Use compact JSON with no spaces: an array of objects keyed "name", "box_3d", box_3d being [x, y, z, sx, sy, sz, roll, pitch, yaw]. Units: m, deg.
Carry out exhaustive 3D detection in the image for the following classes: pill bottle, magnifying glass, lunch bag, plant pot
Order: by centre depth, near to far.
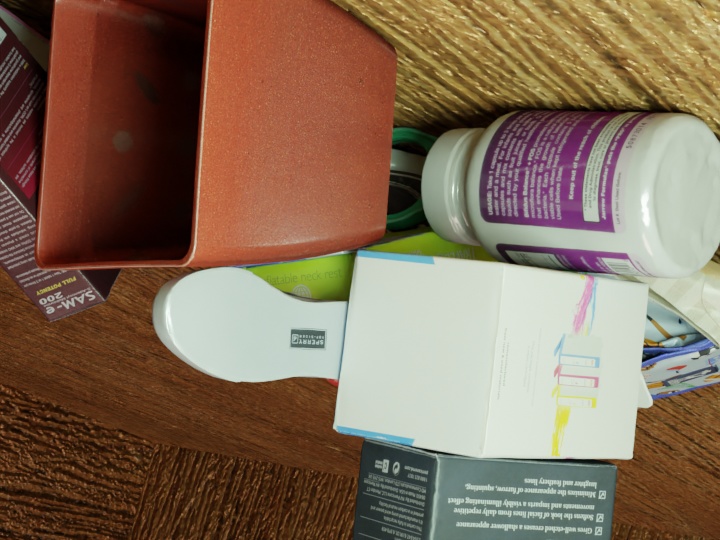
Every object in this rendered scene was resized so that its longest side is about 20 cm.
[{"name":"plant pot","box_3d":[-0.086,-0.094,1.424,0.176,0.201,0.200,6,176,-38]},{"name":"pill bottle","box_3d":[0.144,-0.055,1.475,0.200,0.113,0.112,5,165,40]},{"name":"magnifying glass","box_3d":[0.076,-0.073,1.596,0.200,0.080,0.022,-3,158,26]},{"name":"lunch bag","box_3d":[0.222,0.035,1.749,0.200,0.124,0.170,15,173,18]}]

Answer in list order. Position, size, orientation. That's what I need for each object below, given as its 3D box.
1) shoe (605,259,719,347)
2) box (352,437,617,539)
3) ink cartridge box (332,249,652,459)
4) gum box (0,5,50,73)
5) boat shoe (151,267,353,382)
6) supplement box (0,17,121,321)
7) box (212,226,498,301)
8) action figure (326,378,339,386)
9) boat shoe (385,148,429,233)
[{"name":"shoe","box_3d":[0.210,-0.009,1.636,0.200,0.053,0.070,31,179,20]},{"name":"box","box_3d":[0.079,0.221,1.462,0.148,0.201,0.107,7,179,-28]},{"name":"ink cartridge box","box_3d":[0.099,0.059,1.453,0.128,0.126,0.200,6,179,40]},{"name":"gum box","box_3d":[-0.244,-0.105,1.594,0.200,0.066,0.113,36,138,-12]},{"name":"boat shoe","box_3d":[-0.072,0.036,1.404,0.068,0.072,0.200,4,178,42]},{"name":"supplement box","box_3d":[-0.238,-0.075,1.492,0.061,0.109,0.200,-20,120,34]},{"name":"box","box_3d":[0.000,0.000,1.549,0.122,0.048,0.200,-8,-177,34]},{"name":"action figure","box_3d":[0.038,0.077,1.562,0.200,0.066,0.052,24,-177,-17]},{"name":"boat shoe","box_3d":[0.052,-0.046,1.742,0.071,0.064,0.200,8,167,28]}]
